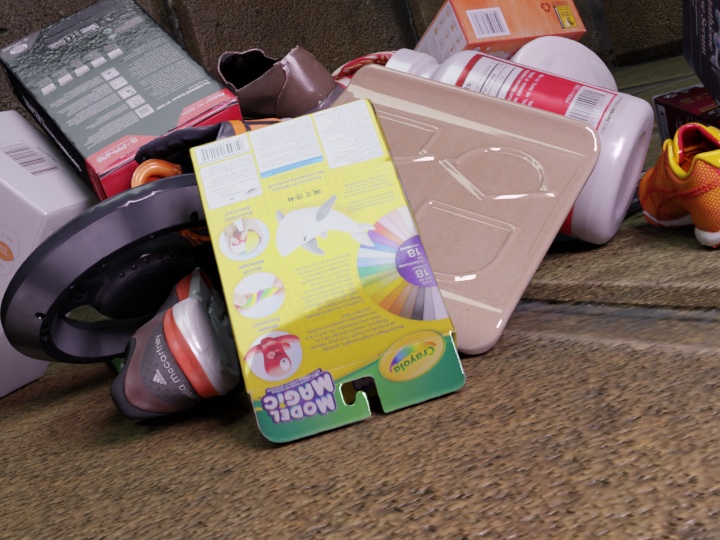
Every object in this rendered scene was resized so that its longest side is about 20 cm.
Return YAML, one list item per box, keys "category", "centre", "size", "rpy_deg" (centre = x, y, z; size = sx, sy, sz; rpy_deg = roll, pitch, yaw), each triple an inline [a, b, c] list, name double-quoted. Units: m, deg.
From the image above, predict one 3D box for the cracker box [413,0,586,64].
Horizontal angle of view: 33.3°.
- category: "cracker box"
  centre: [0.114, -0.195, 1.189]
  size: [0.133, 0.058, 0.200]
  rpy_deg: [-11, -19, -25]

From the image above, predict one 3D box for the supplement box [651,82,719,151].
- category: "supplement box"
  centre: [0.324, -0.118, 0.987]
  size: [0.108, 0.061, 0.200]
  rpy_deg: [-16, 16, -1]

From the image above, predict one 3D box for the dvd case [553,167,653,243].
- category: "dvd case"
  centre: [0.186, -0.055, 1.054]
  size: [0.146, 0.022, 0.199]
  rpy_deg: [-7, 13, 47]

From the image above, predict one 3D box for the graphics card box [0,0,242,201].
- category: "graphics card box"
  centre: [-0.193, -0.140, 0.960]
  size: [0.125, 0.051, 0.200]
  rpy_deg: [-32, 52, -18]

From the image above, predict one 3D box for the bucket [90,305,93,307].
- category: "bucket"
  centre: [-0.200, -0.043, 1.135]
  size: [0.206, 0.208, 0.135]
  rpy_deg: [-19, 14, -18]

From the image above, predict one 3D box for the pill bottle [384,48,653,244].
- category: "pill bottle"
  centre: [0.111, -0.101, 0.915]
  size: [0.199, 0.113, 0.112]
  rpy_deg: [20, 22, 19]

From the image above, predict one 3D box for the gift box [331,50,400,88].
- category: "gift box"
  centre: [-0.008, -0.089, 1.080]
  size: [0.184, 0.188, 0.200]
  rpy_deg: [-12, 8, 30]

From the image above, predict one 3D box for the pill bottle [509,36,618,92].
- category: "pill bottle"
  centre: [0.151, -0.126, 1.146]
  size: [0.110, 0.111, 0.200]
  rpy_deg: [-20, -12, -26]

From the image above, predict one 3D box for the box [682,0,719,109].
- category: "box"
  centre: [0.306, -0.168, 0.831]
  size: [0.106, 0.149, 0.201]
  rpy_deg: [-16, 44, 1]

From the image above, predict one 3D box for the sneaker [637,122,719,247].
- category: "sneaker"
  centre: [0.240, -0.068, 0.845]
  size: [0.073, 0.078, 0.200]
  rpy_deg: [-18, 7, -1]

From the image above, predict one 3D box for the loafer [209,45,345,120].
- category: "loafer"
  centre: [-0.095, -0.154, 0.998]
  size: [0.199, 0.071, 0.073]
  rpy_deg: [-1, 37, 43]

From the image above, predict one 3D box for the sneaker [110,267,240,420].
- category: "sneaker"
  centre: [-0.122, 0.052, 0.773]
  size: [0.082, 0.077, 0.200]
  rpy_deg: [-31, 1, 1]

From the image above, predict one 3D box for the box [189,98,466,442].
- category: "box"
  centre: [-0.020, 0.002, 0.675]
  size: [0.117, 0.201, 0.048]
  rpy_deg: [-16, -36, -2]

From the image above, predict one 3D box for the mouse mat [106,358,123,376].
- category: "mouse mat"
  centre: [-0.140, 0.032, 0.988]
  size: [0.161, 0.008, 0.200]
  rpy_deg: [-38, 14, -11]

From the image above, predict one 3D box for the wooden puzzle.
- category: "wooden puzzle"
  centre: [0.036, -0.040, 0.767]
  size: [0.184, 0.046, 0.200]
  rpy_deg: [18, 50, 20]

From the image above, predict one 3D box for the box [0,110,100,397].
- category: "box"
  centre: [-0.299, -0.009, 0.977]
  size: [0.201, 0.124, 0.097]
  rpy_deg: [-61, -15, 26]

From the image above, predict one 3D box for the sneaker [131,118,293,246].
- category: "sneaker"
  centre: [-0.128, -0.049, 0.894]
  size: [0.112, 0.078, 0.200]
  rpy_deg: [0, -37, -38]

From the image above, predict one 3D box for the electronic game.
- category: "electronic game"
  centre: [-0.151, 0.002, 0.831]
  size: [0.199, 0.042, 0.200]
  rpy_deg: [-27, -23, -12]
